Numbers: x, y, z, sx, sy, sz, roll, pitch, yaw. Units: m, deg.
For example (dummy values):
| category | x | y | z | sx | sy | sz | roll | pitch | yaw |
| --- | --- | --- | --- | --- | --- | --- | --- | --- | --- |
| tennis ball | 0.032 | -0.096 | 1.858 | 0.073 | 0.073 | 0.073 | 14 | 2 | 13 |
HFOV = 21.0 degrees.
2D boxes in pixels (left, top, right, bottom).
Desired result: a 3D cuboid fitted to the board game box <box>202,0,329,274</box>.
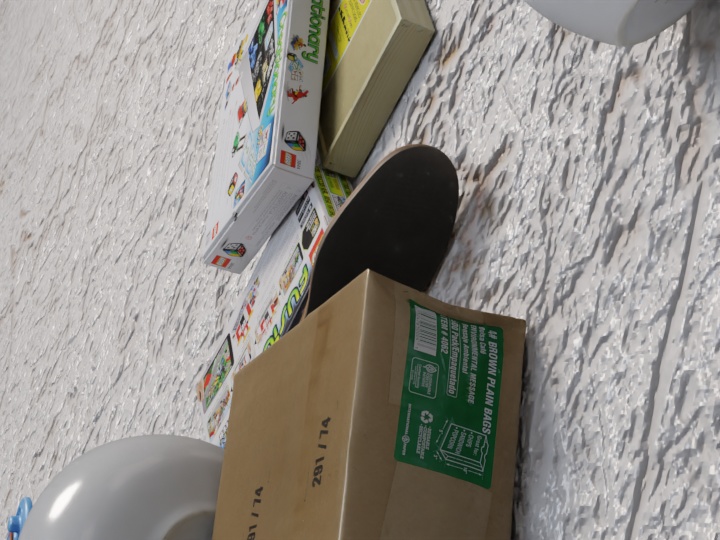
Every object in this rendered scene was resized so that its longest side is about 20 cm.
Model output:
| category | x | y | z | sx | sy | sz | roll | pitch | yaw |
| --- | --- | --- | --- | --- | --- | --- | --- | --- | --- |
| board game box | -0.067 | -0.113 | 1.400 | 0.126 | 0.034 | 0.201 | -48 | 29 | 48 |

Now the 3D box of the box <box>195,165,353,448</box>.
| category | x | y | z | sx | sy | sz | roll | pitch | yaw |
| --- | --- | --- | --- | --- | --- | --- | --- | --- | --- |
| box | -0.055 | 0.039 | 1.339 | 0.201 | 0.035 | 0.110 | -62 | 24 | 24 |

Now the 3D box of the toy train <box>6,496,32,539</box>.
| category | x | y | z | sx | sy | sz | roll | pitch | yaw |
| --- | --- | --- | --- | --- | --- | --- | --- | --- | --- |
| toy train | -0.248 | 0.270 | 1.571 | 0.200 | 0.086 | 0.115 | -107 | 31 | -52 |

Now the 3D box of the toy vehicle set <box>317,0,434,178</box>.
| category | x | y | z | sx | sy | sz | roll | pitch | yaw |
| --- | --- | --- | --- | --- | --- | --- | --- | --- | --- |
| toy vehicle set | -0.003 | -0.172 | 1.384 | 0.125 | 0.026 | 0.201 | -60 | 25 | 29 |

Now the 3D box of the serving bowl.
| category | x | y | z | sx | sy | sz | roll | pitch | yaw |
| --- | --- | --- | --- | --- | --- | --- | --- | --- | --- |
| serving bowl | -0.099 | 0.187 | 1.124 | 0.066 | 0.199 | 0.201 | -28 | 47 | 49 |

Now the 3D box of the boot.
| category | x | y | z | sx | sy | sz | roll | pitch | yaw |
| --- | --- | --- | --- | --- | --- | --- | --- | --- | --- |
| boot | 0.000 | 0.000 | 1.200 | 0.076 | 0.073 | 0.201 | -93 | 26 | -62 |

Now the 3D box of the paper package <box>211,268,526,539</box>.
| category | x | y | z | sx | sy | sz | roll | pitch | yaw |
| --- | --- | --- | --- | --- | --- | --- | --- | --- | --- |
| paper package | -0.001 | 0.130 | 1.050 | 0.191 | 0.103 | 0.201 | -38 | 40 | 54 |

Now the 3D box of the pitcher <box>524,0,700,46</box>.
| category | x | y | z | sx | sy | sz | roll | pitch | yaw |
| --- | --- | --- | --- | --- | --- | --- | --- | --- | --- |
| pitcher | 0.112 | -0.227 | 0.953 | 0.172 | 0.121 | 0.200 | -44 | 72 | 20 |
